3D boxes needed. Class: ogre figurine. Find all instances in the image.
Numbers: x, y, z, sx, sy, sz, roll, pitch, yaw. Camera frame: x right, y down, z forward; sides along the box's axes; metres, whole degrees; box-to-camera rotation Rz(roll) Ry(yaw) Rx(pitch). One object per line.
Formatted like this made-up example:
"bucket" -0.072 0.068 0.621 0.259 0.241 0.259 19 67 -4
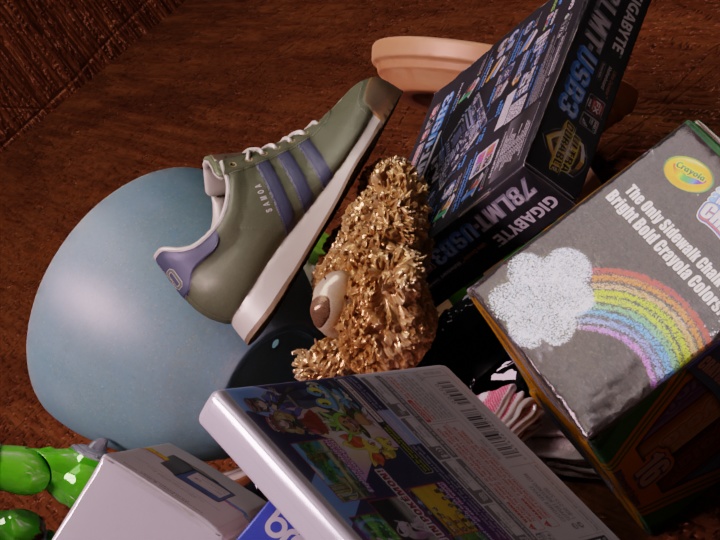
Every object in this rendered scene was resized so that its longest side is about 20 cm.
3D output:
"ogre figurine" -0.201 0.191 1.383 0.120 0.200 0.098 -20 -7 -2

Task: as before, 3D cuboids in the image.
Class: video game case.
"video game case" 0.045 0.121 0.990 0.182 0.200 0.023 -3 -49 -51

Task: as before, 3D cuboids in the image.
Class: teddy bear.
"teddy bear" 0.000 0.000 1.257 0.145 0.067 0.200 -50 19 35

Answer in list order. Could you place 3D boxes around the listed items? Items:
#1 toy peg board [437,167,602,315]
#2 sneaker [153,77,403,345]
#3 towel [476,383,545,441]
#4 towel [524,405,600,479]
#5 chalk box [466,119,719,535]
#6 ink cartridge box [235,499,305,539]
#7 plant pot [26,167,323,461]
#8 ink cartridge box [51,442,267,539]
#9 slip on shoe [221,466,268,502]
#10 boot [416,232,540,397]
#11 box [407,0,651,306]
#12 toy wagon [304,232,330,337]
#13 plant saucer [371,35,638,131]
"toy peg board" 0.077 -0.033 1.534 0.200 0.098 0.199 -34 19 8
"sneaker" -0.056 -0.057 1.322 0.200 0.090 0.067 -59 -1 -21
"towel" 0.001 0.139 1.147 0.200 0.030 0.146 -25 20 43
"towel" 0.186 0.048 1.240 0.200 0.034 0.132 -45 20 -23
"chalk box" 0.183 0.017 1.111 0.200 0.124 0.125 -36 52 -1
"ink cartridge box" 0.011 0.199 0.945 0.094 0.200 0.044 -49 -14 -18
"plant pot" -0.101 0.048 1.393 0.135 0.200 0.200 30 65 36
"ink cartridge box" -0.134 0.185 1.232 0.145 0.087 0.200 -58 -7 1
"slip on shoe" -0.064 0.160 1.398 0.200 0.076 0.061 -36 -23 30
"boot" 0.102 0.032 1.275 0.200 0.076 0.168 -46 -6 -7
"box" 0.091 -0.082 1.350 0.198 0.050 0.200 -40 21 49
"toy wagon" -0.046 0.074 1.496 0.155 0.040 0.200 -59 31 30
"plant saucer" 0.104 -0.132 1.545 0.200 0.200 0.038 6 85 64
